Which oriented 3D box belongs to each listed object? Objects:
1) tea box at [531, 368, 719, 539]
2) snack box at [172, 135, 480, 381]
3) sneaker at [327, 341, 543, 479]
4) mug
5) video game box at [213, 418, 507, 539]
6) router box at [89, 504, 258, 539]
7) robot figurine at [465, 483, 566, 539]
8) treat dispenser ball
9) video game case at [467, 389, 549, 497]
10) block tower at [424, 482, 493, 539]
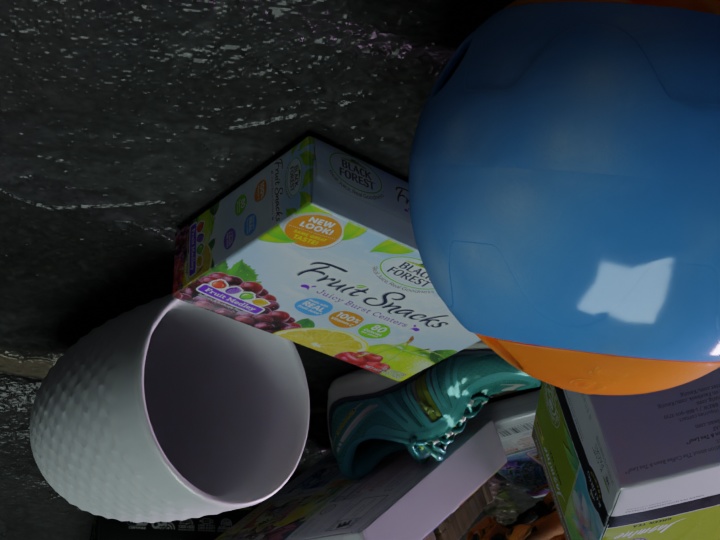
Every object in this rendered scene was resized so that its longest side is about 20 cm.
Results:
[{"bbox_3d":[0.238,0.110,0.973,0.197,0.135,0.198,-12,148,-7],"label":"tea box"},{"bbox_3d":[0.000,0.000,0.888,0.198,0.054,0.142,22,141,-36],"label":"snack box"},{"bbox_3d":[0.060,0.106,1.051,0.198,0.081,0.077,-24,144,32],"label":"sneaker"},{"bbox_3d":[-0.129,0.097,0.981,0.174,0.150,0.199,-19,178,42],"label":"mug"},{"bbox_3d":[-0.007,0.188,1.092,0.181,0.047,0.199,-15,-170,39],"label":"video game box"},{"bbox_3d":[-0.185,0.267,1.334,0.148,0.063,0.201,5,150,-13],"label":"router box"},{"bbox_3d":[0.156,0.232,1.188,0.199,0.145,0.058,-35,106,31],"label":"robot figurine"},{"bbox_3d":[0.122,-0.042,0.673,0.198,0.203,0.202,-2,151,-1],"label":"treat dispenser ball"},{"bbox_3d":[0.198,0.138,1.175,0.198,0.024,0.182,-19,147,25],"label":"video game case"},{"bbox_3d":[0.043,0.214,1.150,0.057,0.055,0.200,-17,-171,33],"label":"block tower"}]
